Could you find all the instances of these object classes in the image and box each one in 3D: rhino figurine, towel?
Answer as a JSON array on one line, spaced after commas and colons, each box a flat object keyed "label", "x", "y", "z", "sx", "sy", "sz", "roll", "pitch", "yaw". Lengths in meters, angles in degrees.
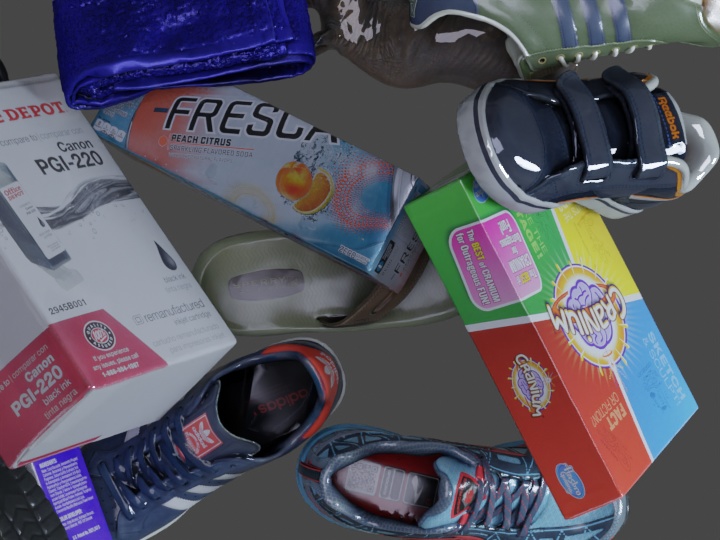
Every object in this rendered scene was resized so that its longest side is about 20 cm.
[{"label": "rhino figurine", "x": 0.041, "y": -0.150, "z": 1.626, "sx": 0.200, "sy": 0.060, "sz": 0.088, "roll": 7, "pitch": 90, "yaw": -5}, {"label": "towel", "x": -0.112, "y": -0.195, "z": 1.591, "sx": 0.147, "sy": 0.050, "sz": 0.200, "roll": -9, "pitch": 63, "yaw": -2}]

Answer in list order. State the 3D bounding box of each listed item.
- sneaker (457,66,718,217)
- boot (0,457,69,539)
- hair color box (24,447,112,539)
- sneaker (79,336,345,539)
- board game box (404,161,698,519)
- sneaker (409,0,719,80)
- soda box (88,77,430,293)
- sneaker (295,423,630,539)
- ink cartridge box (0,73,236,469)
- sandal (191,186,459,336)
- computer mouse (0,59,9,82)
[{"label": "sneaker", "x": 0.132, "y": -0.077, "z": 1.547, "sx": 0.079, "sy": 0.200, "sz": 0.079, "roll": -22, "pitch": 77, "yaw": 30}, {"label": "boot", "x": -0.266, "y": 0.119, "z": 1.548, "sx": 0.138, "sy": 0.077, "sz": 0.200, "roll": -29, "pitch": 84, "yaw": 27}, {"label": "hair color box", "x": -0.222, "y": 0.117, "z": 1.600, "sx": 0.109, "sy": 0.065, "sz": 0.200, "roll": -20, "pitch": 90, "yaw": 24}, {"label": "sneaker", "x": -0.100, "y": 0.101, "z": 1.611, "sx": 0.200, "sy": 0.085, "sz": 0.075, "roll": -34, "pitch": 90, "yaw": -1}, {"label": "board game box", "x": 0.113, "y": 0.024, "z": 1.577, "sx": 0.040, "sy": 0.153, "sz": 0.200, "roll": -25, "pitch": 96, "yaw": 28}, {"label": "sneaker", "x": 0.118, "y": -0.148, "z": 1.579, "sx": 0.200, "sy": 0.067, "sz": 0.090, "roll": 19, "pitch": 101, "yaw": -14}, {"label": "soda box", "x": -0.054, "y": -0.061, "z": 1.590, "sx": 0.200, "sy": 0.068, "sz": 0.064, "roll": 26, "pitch": 87, "yaw": 20}, {"label": "sneaker", "x": 0.061, "y": 0.138, "z": 1.609, "sx": 0.199, "sy": 0.096, "sz": 0.080, "roll": 5, "pitch": 90, "yaw": -1}, {"label": "ink cartridge box", "x": -0.184, "y": -0.005, "z": 1.538, "sx": 0.085, "sy": 0.146, "sz": 0.200, "roll": -44, "pitch": 76, "yaw": 30}, {"label": "sandal", "x": -0.001, "y": 0.001, "z": 1.626, "sx": 0.201, "sy": 0.057, "sz": 0.080, "roll": -13, "pitch": 90, "yaw": -5}, {"label": "computer mouse", "x": -0.300, "y": -0.133, "z": 1.577, "sx": 0.053, "sy": 0.200, "sz": 0.139, "roll": -27, "pitch": 90, "yaw": 34}]
